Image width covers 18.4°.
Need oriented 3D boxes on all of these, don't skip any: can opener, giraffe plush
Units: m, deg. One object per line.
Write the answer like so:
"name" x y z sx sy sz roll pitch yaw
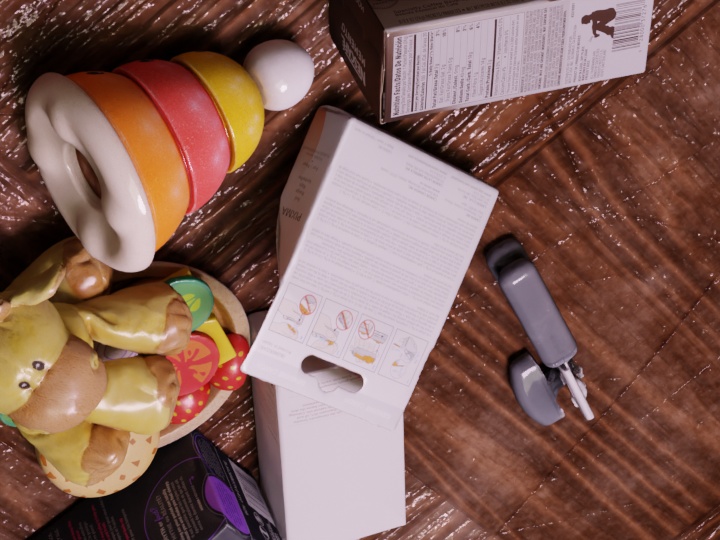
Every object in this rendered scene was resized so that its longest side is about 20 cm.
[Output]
"can opener" 0.139 0.060 1.813 0.067 0.053 0.200 -31 133 2
"giraffe plush" -0.221 0.056 1.524 0.198 0.162 0.174 14 88 -2

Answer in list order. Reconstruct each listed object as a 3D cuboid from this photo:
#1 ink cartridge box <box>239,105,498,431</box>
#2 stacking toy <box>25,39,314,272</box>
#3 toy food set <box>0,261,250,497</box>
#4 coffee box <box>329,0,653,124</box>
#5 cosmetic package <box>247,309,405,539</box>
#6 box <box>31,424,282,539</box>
"ink cartridge box" 0.000 0.000 1.648 0.162 0.050 0.201 24 92 -38
"stacking toy" -0.117 -0.102 1.529 0.199 0.146 0.147 -30 138 -25
"toy food set" -0.177 0.075 1.683 0.199 0.049 0.199 -27 134 0
"coffee box" 0.088 -0.180 1.540 0.198 0.113 0.080 -12 132 -14
"cosmetic package" -0.026 0.122 1.768 0.107 0.085 0.201 -13 133 -15
"box" -0.170 0.240 1.777 0.199 0.123 0.106 -37 135 9
